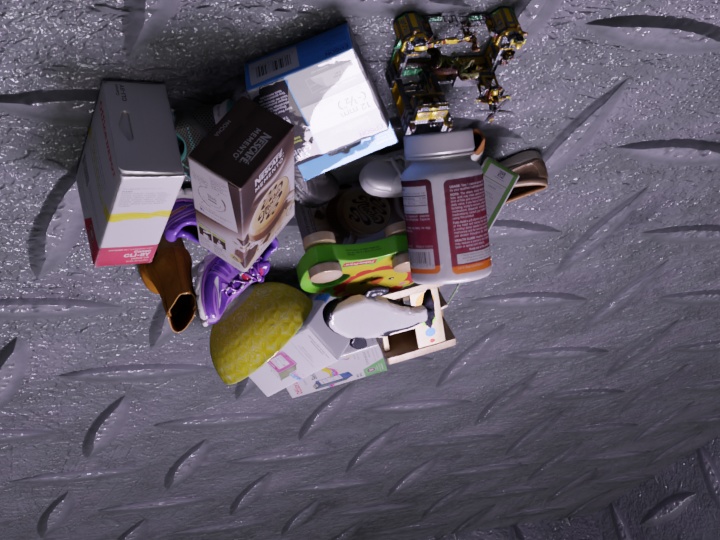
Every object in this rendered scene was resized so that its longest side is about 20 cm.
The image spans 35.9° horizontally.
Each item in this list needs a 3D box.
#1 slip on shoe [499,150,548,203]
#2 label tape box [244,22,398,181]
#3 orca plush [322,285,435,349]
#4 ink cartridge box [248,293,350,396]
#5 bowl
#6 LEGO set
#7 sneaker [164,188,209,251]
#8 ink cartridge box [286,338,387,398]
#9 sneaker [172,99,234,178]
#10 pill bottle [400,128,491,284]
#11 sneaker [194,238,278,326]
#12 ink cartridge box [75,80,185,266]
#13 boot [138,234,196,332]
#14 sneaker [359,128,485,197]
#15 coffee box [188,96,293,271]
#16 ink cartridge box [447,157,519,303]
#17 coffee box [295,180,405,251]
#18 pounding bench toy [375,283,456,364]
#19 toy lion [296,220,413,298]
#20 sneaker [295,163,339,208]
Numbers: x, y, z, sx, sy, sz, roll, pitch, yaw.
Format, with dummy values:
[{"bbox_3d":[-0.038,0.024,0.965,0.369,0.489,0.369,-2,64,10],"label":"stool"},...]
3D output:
[{"bbox_3d":[0.202,-0.122,1.761,0.199,0.061,0.076,-21,153,9],"label":"slip on shoe"},{"bbox_3d":[-0.043,-0.196,1.417,0.143,0.066,0.200,-21,131,8],"label":"label tape box"},{"bbox_3d":[0.019,0.052,1.688,0.199,0.071,0.106,-15,126,-28],"label":"orca plush"},{"bbox_3d":[-0.098,0.115,1.908,0.200,0.145,0.085,-29,109,41],"label":"ink cartridge box"},{"bbox_3d":[-0.187,0.082,1.850,0.200,0.200,0.108,-34,106,30],"label":"bowl"},{"bbox_3d":[0.126,-0.247,1.422,0.199,0.116,0.154,-4,150,-25],"label":"LEGO set"},{"bbox_3d":[-0.199,-0.063,1.607,0.199,0.084,0.081,-1,149,-29],"label":"sneaker"},{"bbox_3d":[-0.060,0.158,2.114,0.199,0.088,0.145,-15,154,0],"label":"ink cartridge box"},{"bbox_3d":[-0.213,-0.152,1.477,0.091,0.078,0.201,-1,143,-10],"label":"sneaker"},{"bbox_3d":[0.115,-0.088,1.517,0.113,0.201,0.114,-6,-172,1],"label":"pill bottle"},{"bbox_3d":[-0.182,0.002,1.645,0.083,0.200,0.081,10,136,19],"label":"sneaker"},{"bbox_3d":[-0.292,-0.119,1.397,0.083,0.146,0.200,-3,150,-26],"label":"ink cartridge box"},{"bbox_3d":[-0.290,0.033,1.687,0.070,0.145,0.201,-6,151,-18],"label":"boot"},{"bbox_3d":[0.091,-0.168,1.614,0.199,0.073,0.085,-18,153,-23],"label":"sneaker"},{"bbox_3d":[-0.144,-0.104,1.387,0.113,0.080,0.200,-52,165,-25],"label":"coffee box"},{"bbox_3d":[0.158,-0.059,1.655,0.059,0.201,0.104,29,165,2],"label":"ink cartridge box"},{"bbox_3d":[0.009,-0.072,1.692,0.199,0.114,0.080,-13,153,-8],"label":"coffee box"},{"bbox_3d":[0.069,0.030,1.921,0.123,0.200,0.157,-15,122,-7],"label":"pounding bench toy"},{"bbox_3d":[0.000,0.000,1.642,0.199,0.069,0.192,-7,160,-18],"label":"toy lion"},{"bbox_3d":[-0.078,-0.151,1.544,0.091,0.076,0.200,-34,151,18],"label":"sneaker"}]
